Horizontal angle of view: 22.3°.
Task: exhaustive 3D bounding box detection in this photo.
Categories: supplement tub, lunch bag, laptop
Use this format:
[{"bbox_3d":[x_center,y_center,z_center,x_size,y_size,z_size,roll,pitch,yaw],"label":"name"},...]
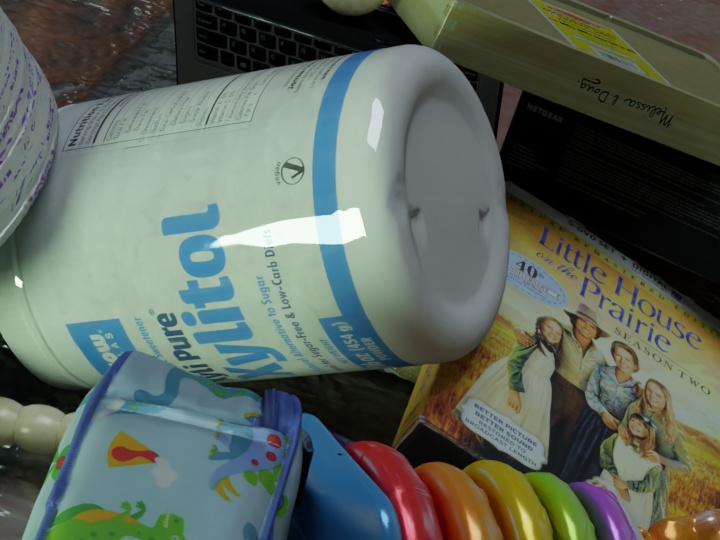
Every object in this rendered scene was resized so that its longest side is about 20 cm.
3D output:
[{"bbox_3d":[-0.048,-0.018,0.782,0.199,0.133,0.132,-8,27,27],"label":"supplement tub"},{"bbox_3d":[-0.077,0.139,0.592,0.082,0.162,0.201,15,37,-1],"label":"lunch bag"},{"bbox_3d":[-0.033,-0.085,0.909,0.186,0.201,0.116,20,50,13],"label":"laptop"}]

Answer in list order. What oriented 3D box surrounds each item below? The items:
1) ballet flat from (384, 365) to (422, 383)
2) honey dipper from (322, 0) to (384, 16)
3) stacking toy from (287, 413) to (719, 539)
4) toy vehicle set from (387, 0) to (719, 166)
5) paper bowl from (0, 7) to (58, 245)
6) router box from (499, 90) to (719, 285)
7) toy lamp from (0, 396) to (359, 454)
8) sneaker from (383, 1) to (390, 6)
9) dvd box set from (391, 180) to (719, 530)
[{"bbox_3d":[0.000,0.000,0.877,0.200,0.065,0.070,50,37,10],"label":"ballet flat"},{"bbox_3d":[-0.020,-0.162,0.923,0.038,0.038,0.200,2,16,-11],"label":"honey dipper"},{"bbox_3d":[0.068,0.115,0.696,0.198,0.111,0.116,-3,16,-20],"label":"stacking toy"},{"bbox_3d":[0.108,-0.105,0.883,0.199,0.027,0.124,18,20,-21],"label":"toy vehicle set"},{"bbox_3d":[-0.235,-0.058,0.754,0.199,0.105,0.202,-17,41,15],"label":"paper bowl"},{"bbox_3d":[0.188,-0.034,0.946,0.199,0.053,0.157,26,15,22],"label":"router box"},{"bbox_3d":[-0.086,0.076,0.768,0.198,0.059,0.058,13,35,5],"label":"toy lamp"},{"bbox_3d":[0.006,-0.131,1.084,0.089,0.070,0.201,-14,39,-8],"label":"sneaker"},{"bbox_3d":[0.100,0.055,0.825,0.146,0.029,0.200,34,35,-5],"label":"dvd box set"}]
